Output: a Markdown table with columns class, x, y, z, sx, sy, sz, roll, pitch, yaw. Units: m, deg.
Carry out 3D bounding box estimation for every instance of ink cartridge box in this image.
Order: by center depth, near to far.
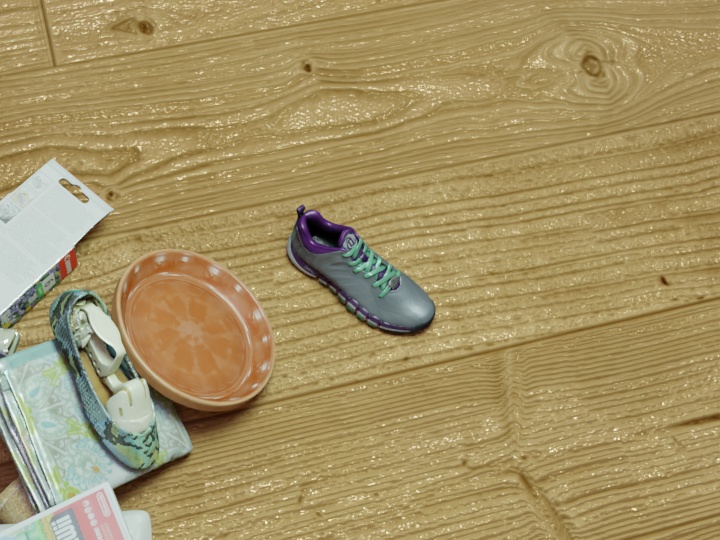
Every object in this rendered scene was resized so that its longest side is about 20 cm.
| class | x | y | z | sx | sy | sz | roll | pitch | yaw |
| --- | --- | --- | --- | --- | --- | --- | --- | --- | --- |
| ink cartridge box | -0.389 | -0.026 | 1.524 | 0.109 | 0.051 | 0.200 | 38 | 64 | 13 |

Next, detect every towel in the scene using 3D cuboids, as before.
| class | x | y | z | sx | sy | sz | roll | pitch | yaw |
| --- | --- | --- | --- | --- | --- | --- | --- | --- | --- |
| towel | -0.289 | 0.150 | 1.392 | 0.199 | 0.048 | 0.173 | -21 | 85 | -44 |

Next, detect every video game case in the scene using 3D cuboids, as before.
| class | x | y | z | sx | sy | sz | roll | pitch | yaw |
| --- | --- | --- | --- | --- | --- | --- | --- | --- | --- |
| video game case | -0.308 | 0.311 | 1.272 | 0.198 | 0.017 | 0.144 | -25 | 70 | -9 |

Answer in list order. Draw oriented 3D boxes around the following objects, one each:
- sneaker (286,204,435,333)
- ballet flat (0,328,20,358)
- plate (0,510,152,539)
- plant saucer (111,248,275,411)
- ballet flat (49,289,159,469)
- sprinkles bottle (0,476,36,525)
| class | x | y | z | sx | sy | sz | roll | pitch | yaw |
| --- | --- | --- | --- | --- | --- | --- | --- | --- | --- |
| sneaker | 0.000 | 0.000 | 1.530 | 0.198 | 0.088 | 0.075 | 30 | 64 | 9 |
| ballet flat | -0.372 | 0.105 | 1.446 | 0.198 | 0.073 | 0.074 | 23 | 62 | -1 |
| plate | -0.302 | 0.340 | 1.288 | 0.197 | 0.032 | 0.203 | -5 | 68 | -2 |
| plant saucer | -0.186 | 0.068 | 1.465 | 0.199 | 0.032 | 0.202 | 25 | 44 | -25 |
| ballet flat | -0.257 | 0.110 | 1.359 | 0.074 | 0.074 | 0.202 | -31 | 92 | -20 |
| sprinkles bottle | -0.292 | 0.297 | 1.359 | 0.199 | 0.068 | 0.068 | 40 | 66 | 14 |
